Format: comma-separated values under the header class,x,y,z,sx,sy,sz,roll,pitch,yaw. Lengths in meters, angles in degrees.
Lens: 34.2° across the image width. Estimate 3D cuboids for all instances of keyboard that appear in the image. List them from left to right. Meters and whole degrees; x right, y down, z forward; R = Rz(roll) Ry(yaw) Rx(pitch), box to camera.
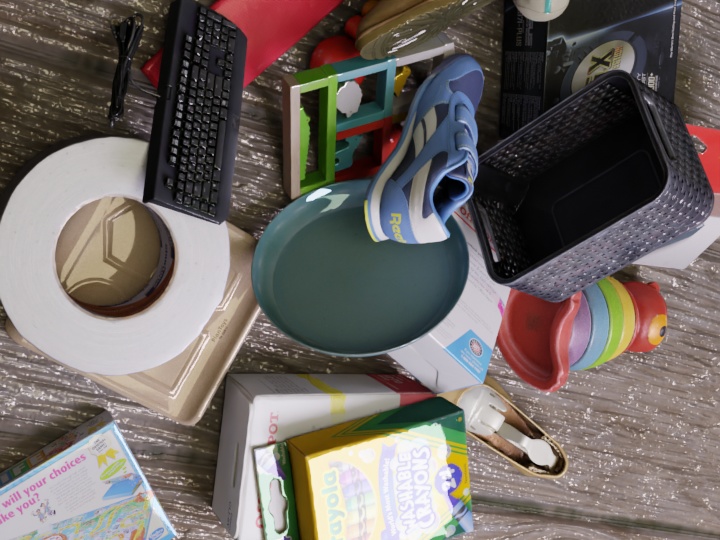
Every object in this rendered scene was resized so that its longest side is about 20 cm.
class,x,y,z,sx,sy,sz,roll,pitch,yaw
keyboard,-0.156,-0.145,0.983,0.126,0.021,0.202,17,61,-28

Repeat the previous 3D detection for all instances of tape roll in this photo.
class,x,y,z,sx,sy,sz,roll,pitch,yaw
tape roll,-0.214,-0.015,1.000,0.198,0.066,0.203,-3,98,-20

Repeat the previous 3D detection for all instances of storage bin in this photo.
class,x,y,z,sx,sy,sz,roll,pitch,yaw
storage bin,0.208,-0.074,1.088,0.093,0.199,0.136,17,50,-47

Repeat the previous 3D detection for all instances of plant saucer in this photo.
class,x,y,z,sx,sy,sz,roll,pitch,yaw
plant saucer,0.000,0.000,1.063,0.199,0.200,0.028,-29,145,-17

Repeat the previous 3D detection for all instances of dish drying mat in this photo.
class,x,y,z,sx,sy,sz,roll,pitch,yaw
dish drying mat,-0.104,-0.219,1.068,0.200,0.018,0.077,-43,114,-12

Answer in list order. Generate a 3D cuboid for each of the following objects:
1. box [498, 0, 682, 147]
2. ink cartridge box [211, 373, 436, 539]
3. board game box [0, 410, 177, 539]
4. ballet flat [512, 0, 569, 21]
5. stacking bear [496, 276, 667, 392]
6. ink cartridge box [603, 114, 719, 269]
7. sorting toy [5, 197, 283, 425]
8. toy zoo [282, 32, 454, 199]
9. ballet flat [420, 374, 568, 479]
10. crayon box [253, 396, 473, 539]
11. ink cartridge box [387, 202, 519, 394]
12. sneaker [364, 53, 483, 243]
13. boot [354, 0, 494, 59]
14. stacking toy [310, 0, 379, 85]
class,x,y,z,sx,sy,sz,roll,pitch,yaw
box,0.233,-0.230,1.187,0.162,0.086,0.202,-2,102,-24
ink cartridge box,-0.036,0.179,1.144,0.198,0.083,0.147,3,100,-27
board game box,-0.285,0.238,1.066,0.199,0.034,0.135,-30,112,-17
ballet flat,0.151,-0.325,1.082,0.069,0.070,0.202,-4,63,-24
stacking bear,0.248,0.052,1.240,0.198,0.113,0.123,-1,104,-36
ink cartridge box,0.308,-0.077,1.218,0.198,0.045,0.177,5,142,-26
sorting toy,-0.194,0.020,1.068,0.199,0.036,0.186,31,86,-22
toy zoo,0.020,-0.149,1.104,0.198,0.021,0.132,-18,138,-21
ballet flat,0.149,0.160,1.239,0.199,0.063,0.069,34,85,-26
crayon box,0.007,0.206,1.094,0.198,0.051,0.127,-13,106,-23
ink cartridge box,0.086,0.004,1.149,0.115,0.068,0.201,42,50,-26
sneaker,0.078,-0.107,1.062,0.074,0.082,0.201,50,59,-52
boot,0.030,-0.307,1.049,0.174,0.066,0.201,-28,79,-11
stacking toy,0.037,-0.237,1.100,0.200,0.085,0.086,-42,114,-8
